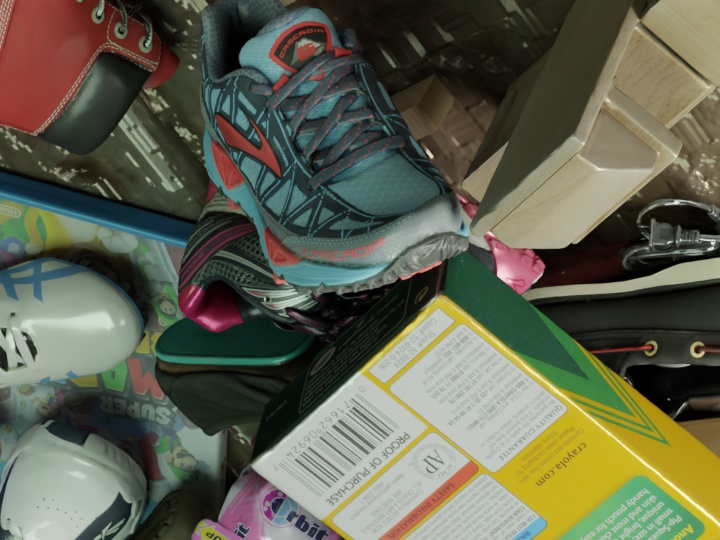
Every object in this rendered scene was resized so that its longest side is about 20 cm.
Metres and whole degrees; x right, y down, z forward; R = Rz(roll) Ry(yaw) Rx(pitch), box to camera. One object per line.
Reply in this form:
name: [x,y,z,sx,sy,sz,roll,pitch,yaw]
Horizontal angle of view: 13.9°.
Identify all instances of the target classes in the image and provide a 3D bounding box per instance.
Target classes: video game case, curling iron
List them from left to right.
video game case: [-0.135,0.046,1.507,0.142,0.018,0.201,15,131,12]
curling iron: [0.085,0.001,1.365,0.199,0.026,0.049,-17,156,37]

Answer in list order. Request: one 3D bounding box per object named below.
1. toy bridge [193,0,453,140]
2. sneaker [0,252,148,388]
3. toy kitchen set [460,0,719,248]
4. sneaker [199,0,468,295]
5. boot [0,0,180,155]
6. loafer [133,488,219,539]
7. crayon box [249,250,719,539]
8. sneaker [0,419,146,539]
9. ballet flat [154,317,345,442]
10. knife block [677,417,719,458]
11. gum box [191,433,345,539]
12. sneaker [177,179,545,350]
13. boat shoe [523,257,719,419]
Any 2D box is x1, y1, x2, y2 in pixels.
toy bridge: [-0.040,-0.127,1.319,0.067,0.027,0.200,-23,115,38]
sneaker: [-0.197,0.037,1.468,0.199,0.073,0.072,-5,123,25]
toy kitchen set: [0.159,-0.034,1.214,0.180,0.163,0.200,39,132,-10]
sneaker: [-0.024,-0.059,1.240,0.200,0.079,0.096,39,146,54]
boot: [-0.135,-0.150,1.327,0.144,0.073,0.201,12,116,-23]
loafer: [-0.112,0.187,1.561,0.067,0.076,0.200,33,145,-4]
crayon box: [0.068,0.094,1.282,0.200,0.052,0.126,39,119,-16]
sneaker: [-0.181,0.169,1.528,0.079,0.130,0.199,32,144,-13]
ballet flat: [-0.011,0.054,1.395,0.199,0.068,0.069,0,123,43]
knife block: [0.108,0.130,1.369,0.175,0.200,0.064,-8,130,-8]
gum box: [-0.005,0.154,1.427,0.113,0.066,0.200,29,166,16]
sneaker: [0.000,0.000,1.335,0.199,0.075,0.081,3,153,46]
boat shoe: [0.120,0.040,1.347,0.201,0.063,0.074,-11,159,30]
